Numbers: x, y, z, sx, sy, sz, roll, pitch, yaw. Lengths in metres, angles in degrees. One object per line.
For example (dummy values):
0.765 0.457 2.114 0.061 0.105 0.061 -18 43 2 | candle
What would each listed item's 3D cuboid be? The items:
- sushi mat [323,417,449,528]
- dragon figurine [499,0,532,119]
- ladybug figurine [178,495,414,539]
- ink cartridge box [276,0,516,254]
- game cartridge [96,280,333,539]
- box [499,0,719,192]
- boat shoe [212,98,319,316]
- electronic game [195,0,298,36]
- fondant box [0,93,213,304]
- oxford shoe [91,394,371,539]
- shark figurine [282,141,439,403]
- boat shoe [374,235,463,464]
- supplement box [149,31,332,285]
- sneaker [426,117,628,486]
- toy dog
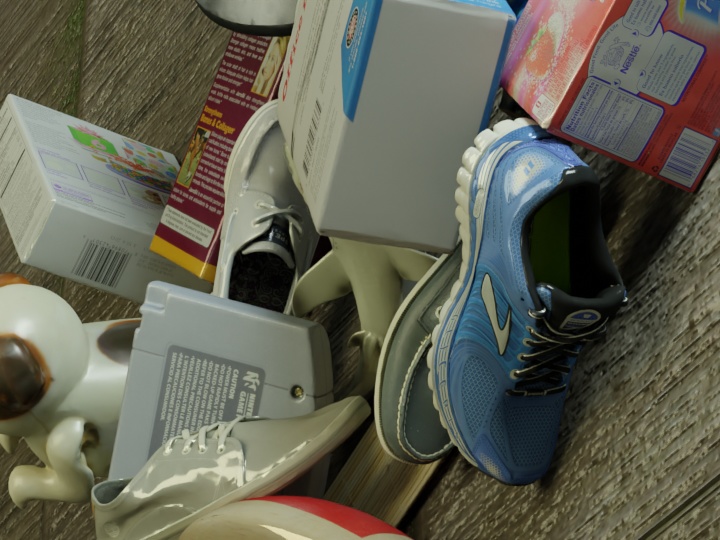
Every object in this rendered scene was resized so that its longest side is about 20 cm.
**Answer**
-0.003 0.149 1.682 0.200 0.012 0.096 -57 28 23 | sushi mat
0.101 -0.143 1.643 0.200 0.059 0.100 -10 62 61 | dragon figurine
-0.021 0.181 1.564 0.200 0.136 0.072 11 40 39 | ladybug figurine
0.015 -0.116 1.578 0.200 0.084 0.145 -111 33 -65 | ink cartridge box
-0.087 0.118 1.701 0.042 0.133 0.200 -22 -55 -73 | game cartridge
0.166 -0.159 1.477 0.200 0.103 0.095 -63 26 14 | box
-0.061 -0.014 1.780 0.069 0.072 0.200 174 115 -77 | boat shoe
-0.017 -0.218 1.749 0.200 0.042 0.200 -16 40 14 | electronic game
-0.192 -0.048 2.054 0.058 0.144 0.200 -62 26 17 | fondant box
-0.083 0.116 1.643 0.200 0.058 0.075 -28 1 25 | oxford shoe
0.010 0.019 1.712 0.090 0.128 0.215 -51 -27 -52 | shark figurine
0.071 0.024 1.562 0.200 0.073 0.062 -61 22 5 | boat shoe
-0.055 -0.083 1.877 0.110 0.086 0.200 26 95 64 | supplement box
0.090 0.025 1.473 0.089 0.078 0.200 32 126 53 | sneaker
-0.181 0.082 1.868 0.194 0.200 0.140 -50 32 36 | toy dog
